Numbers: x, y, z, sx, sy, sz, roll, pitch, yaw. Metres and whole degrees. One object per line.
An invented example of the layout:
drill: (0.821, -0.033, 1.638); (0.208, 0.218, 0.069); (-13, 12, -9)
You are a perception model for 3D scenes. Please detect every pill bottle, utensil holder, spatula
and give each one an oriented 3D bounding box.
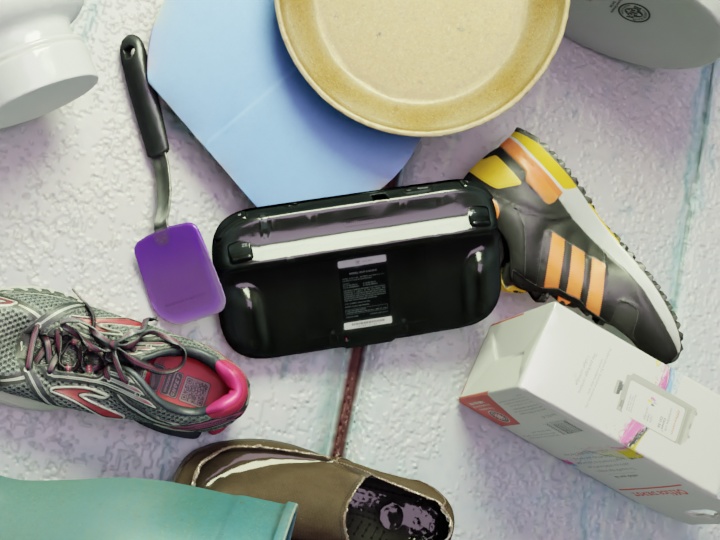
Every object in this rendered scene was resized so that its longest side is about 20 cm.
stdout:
pill bottle: (-0.244, -0.198, 1.003); (0.111, 0.111, 0.201); (-24, 88, -18)
utensil holder: (0.220, -0.269, 1.125); (0.169, 0.170, 0.202); (23, 78, -12)
spatula: (-0.136, -0.063, 1.057); (0.056, 0.021, 0.202); (-18, 77, 25)

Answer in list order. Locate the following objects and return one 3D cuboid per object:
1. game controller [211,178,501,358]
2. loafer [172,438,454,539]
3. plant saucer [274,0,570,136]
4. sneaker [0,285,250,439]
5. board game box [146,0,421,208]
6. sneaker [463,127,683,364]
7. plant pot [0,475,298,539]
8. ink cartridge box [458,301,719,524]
game controller: (0.000, 0.000, 1.066); (0.198, 0.042, 0.105); (-8, 114, -10)
loafer: (-0.025, 0.150, 1.035); (0.198, 0.071, 0.074); (8, 79, -15)
plant saucer: (0.041, -0.188, 1.062); (0.198, 0.035, 0.202); (0, 87, 1)
sneaker: (-0.165, 0.054, 1.007); (0.198, 0.075, 0.081); (12, 78, -14)
board game box: (-0.051, -0.132, 1.091); (0.158, 0.039, 0.200); (-42, 92, -12)
sneaker: (0.144, 0.000, 1.119); (0.090, 0.070, 0.201); (-38, 95, 0)
plant pot: (-0.153, 0.209, 0.932); (0.186, 0.200, 0.202); (17, 77, 2)
ink cartridge box: (0.181, 0.103, 1.080); (0.199, 0.116, 0.068); (30, 74, -11)
